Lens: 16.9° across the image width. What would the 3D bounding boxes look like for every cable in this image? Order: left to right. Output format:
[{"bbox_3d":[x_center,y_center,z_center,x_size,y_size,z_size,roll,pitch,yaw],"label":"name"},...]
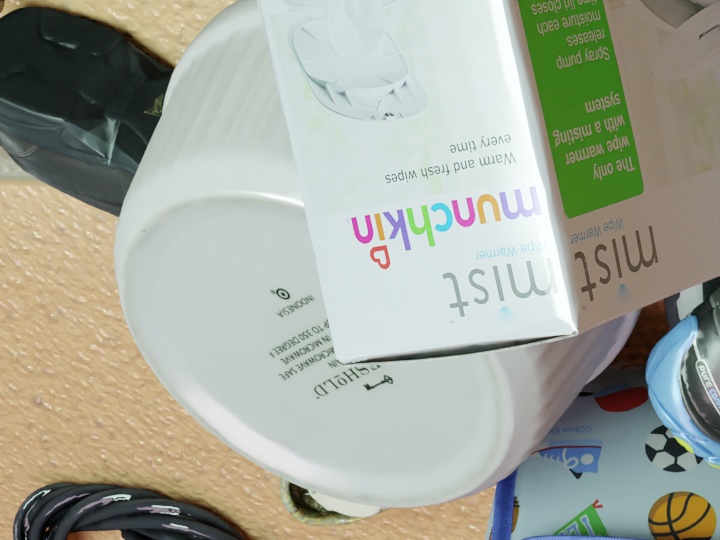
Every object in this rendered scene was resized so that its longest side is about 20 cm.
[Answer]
[{"bbox_3d":[-0.101,0.185,1.311,0.200,0.051,0.163,39,140,-8],"label":"cable"}]

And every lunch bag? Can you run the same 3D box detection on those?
[{"bbox_3d":[0.131,0.134,0.960,0.169,0.201,0.124,4,137,8],"label":"lunch bag"}]

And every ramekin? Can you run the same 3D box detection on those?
[{"bbox_3d":[0.000,0.000,0.898,0.201,0.094,0.203,18,139,17],"label":"ramekin"}]

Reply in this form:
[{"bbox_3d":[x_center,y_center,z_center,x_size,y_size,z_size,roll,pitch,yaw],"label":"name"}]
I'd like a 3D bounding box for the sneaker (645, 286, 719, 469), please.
[{"bbox_3d":[0.206,0.046,0.904,0.199,0.071,0.083,13,133,-20],"label":"sneaker"}]

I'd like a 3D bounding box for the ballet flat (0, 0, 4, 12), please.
[{"bbox_3d":[-0.146,-0.167,0.972,0.067,0.068,0.200,16,148,-12],"label":"ballet flat"}]

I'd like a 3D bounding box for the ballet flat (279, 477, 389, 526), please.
[{"bbox_3d":[0.031,0.072,1.095,0.071,0.071,0.200,45,139,-16],"label":"ballet flat"}]

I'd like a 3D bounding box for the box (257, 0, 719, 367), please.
[{"bbox_3d":[0.065,-0.078,0.763,0.096,0.200,0.177,-10,95,39],"label":"box"}]

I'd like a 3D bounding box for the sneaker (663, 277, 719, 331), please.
[{"bbox_3d":[0.158,-0.027,0.903,0.082,0.072,0.201,8,135,25],"label":"sneaker"}]

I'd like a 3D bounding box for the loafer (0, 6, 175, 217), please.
[{"bbox_3d":[-0.076,-0.046,1.045,0.199,0.073,0.072,28,151,20],"label":"loafer"}]
